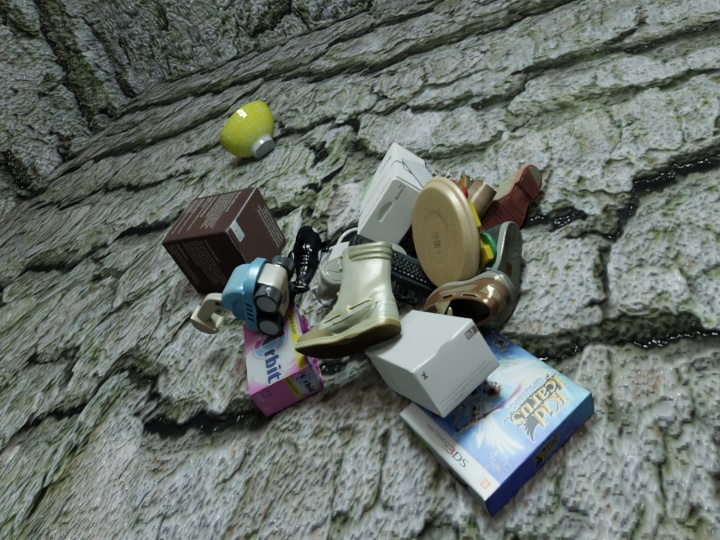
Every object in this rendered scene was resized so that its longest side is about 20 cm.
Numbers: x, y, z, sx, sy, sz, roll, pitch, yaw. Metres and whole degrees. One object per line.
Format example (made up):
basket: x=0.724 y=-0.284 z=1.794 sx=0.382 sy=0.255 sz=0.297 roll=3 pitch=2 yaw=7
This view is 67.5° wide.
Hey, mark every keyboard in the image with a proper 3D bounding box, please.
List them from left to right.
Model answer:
keyboard: x=0.065 y=0.007 z=0.951 sx=0.197 sy=0.021 sz=0.128 roll=22 pitch=43 yaw=-7
keyboard: x=0.137 y=-0.151 z=1.005 sx=0.011 sy=0.056 sz=0.201 roll=-55 pitch=43 yaw=26

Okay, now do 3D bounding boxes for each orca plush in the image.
orca plush: x=-0.137 y=-0.045 z=1.198 sx=0.103 sy=0.072 sz=0.202 roll=-5 pitch=42 yaw=26

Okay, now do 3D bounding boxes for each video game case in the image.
video game case: x=0.182 y=0.195 z=0.740 sx=0.199 sy=0.046 sz=0.181 roll=-38 pitch=39 yaw=-14

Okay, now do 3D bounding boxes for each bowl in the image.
bowl: x=-0.342 y=-0.430 z=1.735 sx=0.199 sy=0.200 sz=0.108 roll=-41 pitch=82 yaw=-18

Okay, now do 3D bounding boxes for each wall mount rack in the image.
wall mount rack: x=0.000 y=0.001 z=1.065 sx=0.171 sy=0.075 sz=0.202 roll=-8 pitch=42 yaw=28

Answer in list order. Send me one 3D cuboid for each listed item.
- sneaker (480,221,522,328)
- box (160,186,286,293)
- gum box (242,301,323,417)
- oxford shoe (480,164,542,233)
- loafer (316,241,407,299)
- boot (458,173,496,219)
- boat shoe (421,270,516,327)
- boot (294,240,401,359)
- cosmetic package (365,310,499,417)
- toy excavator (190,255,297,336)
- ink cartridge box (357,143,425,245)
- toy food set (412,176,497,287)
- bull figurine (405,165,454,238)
sneaker: x=0.212 y=0.015 z=0.930 sx=0.105 sy=0.075 sz=0.202 roll=-17 pitch=42 yaw=48
box: x=-0.313 y=-0.068 z=1.254 sx=0.196 sy=0.168 sz=0.166 roll=-6 pitch=40 yaw=25
gum box: x=-0.145 y=0.148 z=0.977 sx=0.112 sy=0.067 sz=0.201 roll=-26 pitch=36 yaw=2
oxford shoe: x=0.281 y=-0.121 z=1.054 sx=0.200 sy=0.071 sz=0.074 roll=-47 pitch=14 yaw=-22
loafer: x=0.000 y=0.000 z=0.984 sx=0.198 sy=0.063 sz=0.072 roll=-18 pitch=61 yaw=-39
boot: x=0.195 y=-0.106 z=1.075 sx=0.156 sy=0.076 sz=0.200 roll=-54 pitch=11 yaw=10
boat shoe: x=0.147 y=0.060 z=0.825 sx=0.072 sy=0.076 sz=0.200 roll=-41 pitch=2 yaw=-36
boot: x=-0.024 y=0.049 z=0.864 sx=0.198 sy=0.072 sz=0.158 roll=-23 pitch=57 yaw=33
cosmetic package: x=0.095 y=0.126 z=0.779 sx=0.112 sy=0.082 sz=0.200 roll=-37 pitch=11 yaw=-13
toy excavator: x=-0.223 y=0.053 z=0.987 sx=0.196 sy=0.197 sz=0.101 roll=12 pitch=46 yaw=7
ink cartridge box: x=0.065 y=-0.150 z=1.096 sx=0.147 sy=0.083 sz=0.201 roll=-56 pitch=14 yaw=27
toy food set: x=0.144 y=-0.053 z=0.892 sx=0.048 sy=0.200 sz=0.202 roll=-12 pitch=74 yaw=-21
bull figurine: x=0.139 y=-0.157 z=1.149 sx=0.122 sy=0.064 sz=0.203 roll=-50 pitch=19 yaw=53
